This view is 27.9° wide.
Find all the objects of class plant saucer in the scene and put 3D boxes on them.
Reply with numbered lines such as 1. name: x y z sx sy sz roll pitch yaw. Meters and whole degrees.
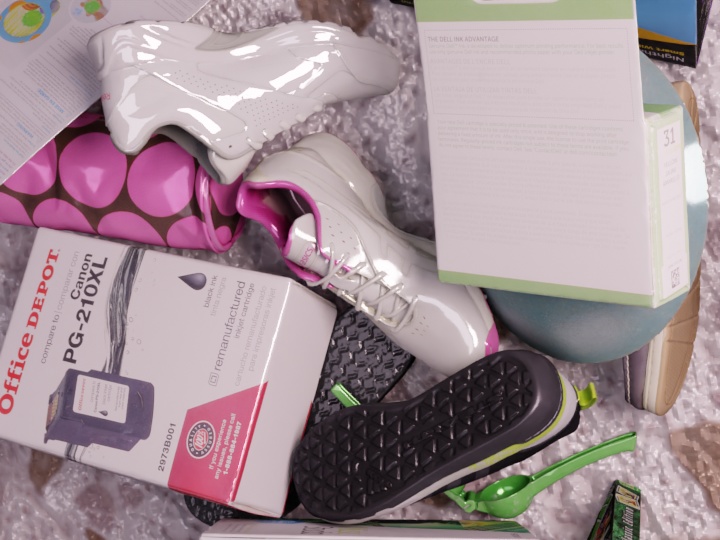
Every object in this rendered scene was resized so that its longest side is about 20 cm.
1. plant saucer: 0.113 -0.042 0.859 0.200 0.039 0.203 10 104 47

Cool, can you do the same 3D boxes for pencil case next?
1. pencil case: -0.173 -0.069 0.978 0.199 0.091 0.094 9 96 15

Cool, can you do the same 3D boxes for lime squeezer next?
1. lime squeezer: 0.074 0.124 0.938 0.199 0.038 0.071 10 120 5

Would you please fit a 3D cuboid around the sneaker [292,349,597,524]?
1. sneaker: 0.053 0.112 0.893 0.199 0.083 0.072 -22 62 26

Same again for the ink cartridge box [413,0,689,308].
1. ink cartridge box: 0.101 -0.086 0.782 0.145 0.048 0.201 7 109 40

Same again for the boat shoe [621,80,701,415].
1. boat shoe: 0.170 -0.014 0.881 0.064 0.072 0.202 4 99 26

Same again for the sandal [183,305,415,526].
1. sandal: -0.035 0.102 0.983 0.200 0.048 0.075 -43 82 7

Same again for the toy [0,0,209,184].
1. toy: -0.190 -0.144 0.951 0.115 0.047 0.200 39 78 26

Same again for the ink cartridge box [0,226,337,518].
1. ink cartridge box: -0.134 0.065 0.951 0.199 0.084 0.146 11 80 25

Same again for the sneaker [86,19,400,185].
1. sneaker: -0.070 -0.104 0.907 0.199 0.078 0.100 -4 89 -16

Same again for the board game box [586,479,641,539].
1. board game box: 0.135 0.204 0.854 0.023 0.200 0.105 22 105 6

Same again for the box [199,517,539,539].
1. box: 0.006 0.174 0.894 0.198 0.144 0.037 2 85 0

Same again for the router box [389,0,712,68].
1. router box: 0.101 -0.182 0.830 0.199 0.149 0.051 15 82 16

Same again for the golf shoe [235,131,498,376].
1. golf shoe: 0.000 0.000 0.908 0.200 0.091 0.076 45 129 20
